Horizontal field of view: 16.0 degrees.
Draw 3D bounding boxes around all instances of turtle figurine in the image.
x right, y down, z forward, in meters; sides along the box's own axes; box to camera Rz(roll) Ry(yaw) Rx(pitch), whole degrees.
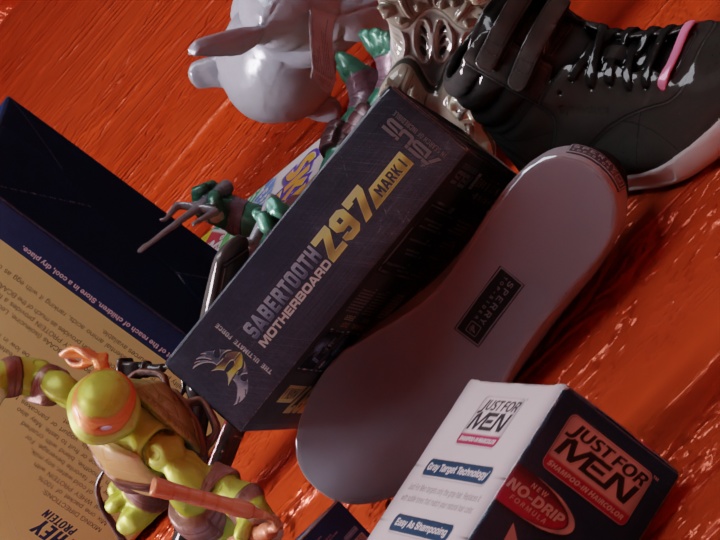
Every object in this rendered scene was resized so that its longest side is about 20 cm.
[{"bbox_3d":[-0.034,-0.032,1.386,0.201,0.101,0.149,-58,26,-16],"label":"turtle figurine"},{"bbox_3d":[-0.100,0.073,1.087,0.065,0.199,0.161,-61,-22,-17],"label":"turtle figurine"}]

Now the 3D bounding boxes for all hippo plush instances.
[{"bbox_3d":[-0.019,-0.153,1.583,0.161,0.158,0.201,110,173,-59],"label":"hippo plush"}]

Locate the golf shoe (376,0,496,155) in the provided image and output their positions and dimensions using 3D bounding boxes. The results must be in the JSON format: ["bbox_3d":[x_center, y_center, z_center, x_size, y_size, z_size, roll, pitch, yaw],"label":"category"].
[{"bbox_3d":[0.046,-0.145,1.322,0.097,0.078,0.201,-60,-22,-65],"label":"golf shoe"}]

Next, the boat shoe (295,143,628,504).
[{"bbox_3d":[0.049,0.021,1.128,0.200,0.070,0.066,-54,-8,19],"label":"boat shoe"}]

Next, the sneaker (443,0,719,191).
[{"bbox_3d":[0.106,-0.090,1.130,0.200,0.099,0.071,-20,34,59],"label":"sneaker"}]

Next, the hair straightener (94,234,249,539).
[{"bbox_3d":[-0.090,0.068,1.310,0.041,0.077,0.201,-42,-25,-58],"label":"hair straightener"}]

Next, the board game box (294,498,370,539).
[{"bbox_3d":[-0.074,0.181,1.057,0.135,0.034,0.200,-45,-2,24],"label":"board game box"}]

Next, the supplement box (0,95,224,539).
[{"bbox_3d":[-0.188,0.053,1.449,0.200,0.200,0.134,-48,16,18],"label":"supplement box"}]

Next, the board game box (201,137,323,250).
[{"bbox_3d":[-0.051,-0.024,1.548,0.200,0.030,0.096,-34,25,41],"label":"board game box"}]

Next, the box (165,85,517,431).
[{"bbox_3d":[0.000,0.000,1.173,0.158,0.051,0.200,-52,-12,6],"label":"box"}]

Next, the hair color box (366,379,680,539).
[{"bbox_3d":[0.026,0.139,0.942,0.201,0.060,0.100,-57,15,-11],"label":"hair color box"}]
